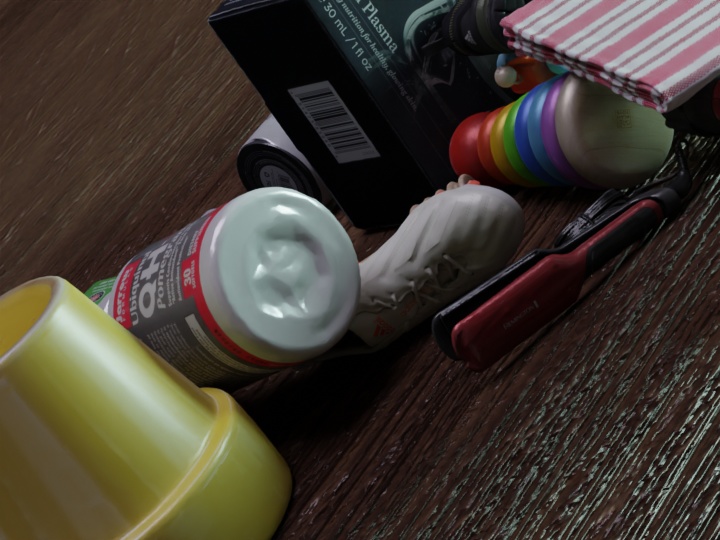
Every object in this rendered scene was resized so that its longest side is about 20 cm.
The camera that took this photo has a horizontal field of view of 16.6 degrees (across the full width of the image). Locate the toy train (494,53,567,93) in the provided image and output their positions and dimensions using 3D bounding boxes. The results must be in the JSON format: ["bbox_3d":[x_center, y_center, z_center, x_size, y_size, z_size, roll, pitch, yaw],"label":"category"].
[{"bbox_3d":[0.189,-0.148,1.630,0.150,0.056,0.200,-35,17,-31],"label":"toy train"}]

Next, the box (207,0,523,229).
[{"bbox_3d":[0.034,-0.170,1.765,0.124,0.200,0.197,-7,35,52],"label":"box"}]

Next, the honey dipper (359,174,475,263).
[{"bbox_3d":[0.000,0.000,1.685,0.200,0.038,0.038,-32,20,20],"label":"honey dipper"}]

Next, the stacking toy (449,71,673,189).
[{"bbox_3d":[0.118,-0.086,1.622,0.085,0.085,0.200,-46,16,-24],"label":"stacking toy"}]

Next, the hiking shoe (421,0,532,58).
[{"bbox_3d":[0.121,-0.208,1.694,0.100,0.076,0.200,-6,25,45],"label":"hiking shoe"}]

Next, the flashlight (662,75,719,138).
[{"bbox_3d":[0.237,-0.098,1.447,0.068,0.068,0.200,-44,21,-12],"label":"flashlight"}]

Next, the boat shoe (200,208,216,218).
[{"bbox_3d":[-0.085,-0.012,1.818,0.066,0.070,0.200,-52,22,-19],"label":"boat shoe"}]

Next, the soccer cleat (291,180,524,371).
[{"bbox_3d":[0.027,0.010,1.578,0.200,0.069,0.078,-30,24,41],"label":"soccer cleat"}]

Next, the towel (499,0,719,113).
[{"bbox_3d":[0.190,-0.158,1.513,0.146,0.030,0.200,-34,30,-14],"label":"towel"}]

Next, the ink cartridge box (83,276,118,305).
[{"bbox_3d":[-0.185,0.092,1.724,0.146,0.083,0.200,-11,31,52],"label":"ink cartridge box"}]

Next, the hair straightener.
[{"bbox_3d":[0.122,-0.015,1.495,0.200,0.041,0.077,-41,20,-11],"label":"hair straightener"}]

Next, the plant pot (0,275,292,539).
[{"bbox_3d":[-0.174,0.114,1.496,0.200,0.189,0.201,-33,19,13],"label":"plant pot"}]

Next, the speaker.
[{"bbox_3d":[-0.011,-0.130,1.937,0.081,0.081,0.200,-14,30,48],"label":"speaker"}]

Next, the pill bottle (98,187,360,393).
[{"bbox_3d":[-0.095,0.024,1.584,0.111,0.111,0.200,-50,14,-33],"label":"pill bottle"}]
